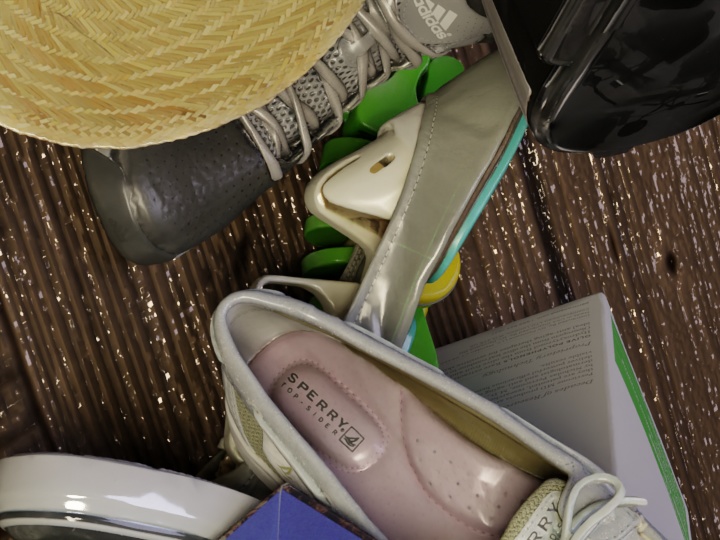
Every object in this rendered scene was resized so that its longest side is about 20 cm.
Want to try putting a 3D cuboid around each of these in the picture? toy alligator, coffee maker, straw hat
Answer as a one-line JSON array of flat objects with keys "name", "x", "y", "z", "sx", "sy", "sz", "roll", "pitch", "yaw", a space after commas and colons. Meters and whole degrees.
[{"name": "toy alligator", "x": 0.008, "y": -0.043, "z": 1.056, "sx": 0.054, "sy": 0.059, "sz": 0.201, "roll": 8, "pitch": 73, "yaw": -11}, {"name": "coffee maker", "x": 0.068, "y": -0.165, "z": 0.892, "sx": 0.200, "sy": 0.134, "sz": 0.192, "roll": 60, "pitch": -12, "yaw": 28}, {"name": "straw hat", "x": -0.081, "y": -0.141, "z": 0.915, "sx": 0.085, "sy": 0.200, "sz": 0.202, "roll": -149, "pitch": -134, "yaw": -80}]

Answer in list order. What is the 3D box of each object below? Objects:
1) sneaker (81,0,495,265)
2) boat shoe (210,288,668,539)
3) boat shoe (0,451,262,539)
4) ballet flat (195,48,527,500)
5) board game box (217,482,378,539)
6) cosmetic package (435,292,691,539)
[{"name": "sneaker", "x": -0.009, "y": -0.080, "z": 0.980, "sx": 0.075, "sy": 0.115, "sz": 0.200, "roll": 62, "pitch": 40, "yaw": -27}, {"name": "boat shoe", "x": 0.032, "y": 0.075, "z": 0.883, "sx": 0.074, "sy": 0.202, "sz": 0.065, "roll": -46, "pitch": 153, "yaw": -11}, {"name": "boat shoe", "x": -0.047, "y": 0.118, "z": 0.929, "sx": 0.200, "sy": 0.072, "sz": 0.071, "roll": 33, "pitch": 63, "yaw": -43}, {"name": "ballet flat", "x": 0.000, "y": 0.000, "z": 0.976, "sx": 0.064, "sy": 0.067, "sz": 0.201, "roll": 25, "pitch": 86, "yaw": -9}, {"name": "board game box", "x": 0.019, "y": 0.192, "z": 0.875, "sx": 0.097, "sy": 0.159, "sz": 0.200, "roll": -40, "pitch": 135, "yaw": -22}, {"name": "cosmetic package", "x": 0.070, "y": 0.101, "z": 1.019, "sx": 0.200, "sy": 0.085, "sz": 0.108, "roll": -87, "pitch": 156, "yaw": -67}]
